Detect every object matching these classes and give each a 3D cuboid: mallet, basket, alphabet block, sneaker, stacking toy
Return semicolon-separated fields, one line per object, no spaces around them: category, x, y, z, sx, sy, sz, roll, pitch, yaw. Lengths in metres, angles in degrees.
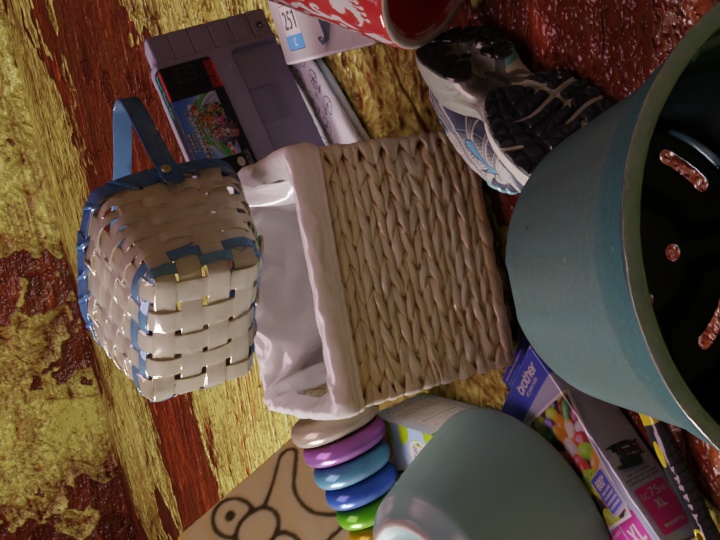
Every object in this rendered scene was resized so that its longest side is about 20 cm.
mallet;0.189;0.088;0.738;0.202;0.041;0.066;62;155;10
basket;-0.154;-0.011;0.900;0.200;0.137;0.178;50;144;36
alphabet block;-0.041;0.325;1.206;0.200;0.194;0.198;44;169;51
sneaker;0.108;-0.086;0.756;0.201;0.077;0.087;-123;12;-48
basket;0.000;0.000;0.921;0.198;0.158;0.204;167;90;-69
stacking toy;0.012;0.217;1.044;0.203;0.084;0.085;67;159;-4

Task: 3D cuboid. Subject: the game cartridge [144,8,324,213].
game cartridge;-0.113;-0.144;1.085;0.202;0.128;0.038;65;155;16

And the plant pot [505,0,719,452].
plant pot;0.164;-0.009;0.519;0.196;0.197;0.204;166;85;-76

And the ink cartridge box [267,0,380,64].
ink cartridge box;-0.035;-0.270;0.964;0.199;0.044;0.179;10;118;66

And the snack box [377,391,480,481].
snack box;0.094;0.205;1.015;0.199;0.067;0.172;3;111;66

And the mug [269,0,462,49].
mug;-0.022;-0.256;0.791;0.198;0.132;0.180;30;117;30

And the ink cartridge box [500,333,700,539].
ink cartridge box;0.157;0.133;0.843;0.202;0.041;0.120;61;156;28

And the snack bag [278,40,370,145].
snack bag;-0.042;-0.116;1.141;0.190;0.021;0.201;60;156;25

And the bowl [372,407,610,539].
bowl;0.081;0.214;0.853;0.200;0.104;0.204;31;131;44
